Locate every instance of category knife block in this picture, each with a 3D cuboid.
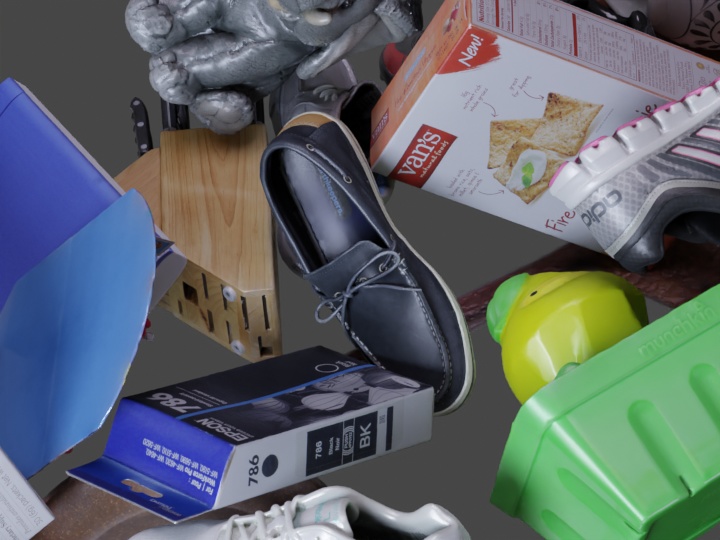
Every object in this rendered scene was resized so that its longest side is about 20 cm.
[{"bbox_3d":[-0.078,-0.049,1.756,0.200,0.064,0.175,29,55,31],"label":"knife block"}]

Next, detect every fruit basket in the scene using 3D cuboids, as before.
[{"bbox_3d":[0.152,0.056,1.584,0.215,0.156,0.216,3,59,-6],"label":"fruit basket"}]

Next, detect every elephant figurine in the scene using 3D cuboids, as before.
[{"bbox_3d":[-0.032,-0.171,1.702,0.200,0.141,0.156,-21,42,32],"label":"elephant figurine"}]

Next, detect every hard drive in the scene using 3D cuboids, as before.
[{"bbox_3d":[-0.204,-0.014,1.711,0.132,0.025,0.200,-51,51,7],"label":"hard drive"}]

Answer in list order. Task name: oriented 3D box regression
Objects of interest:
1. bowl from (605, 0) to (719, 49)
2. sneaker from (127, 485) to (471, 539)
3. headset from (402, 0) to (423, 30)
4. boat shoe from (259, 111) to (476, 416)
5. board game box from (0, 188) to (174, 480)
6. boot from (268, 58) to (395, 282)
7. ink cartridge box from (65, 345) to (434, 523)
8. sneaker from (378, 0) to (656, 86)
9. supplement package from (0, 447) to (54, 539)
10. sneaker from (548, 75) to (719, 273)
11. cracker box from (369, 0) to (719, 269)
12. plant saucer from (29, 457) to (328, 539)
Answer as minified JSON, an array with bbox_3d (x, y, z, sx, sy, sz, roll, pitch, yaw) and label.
[{"bbox_3d":[0.204,-0.218,1.812,0.094,0.201,0.201,-29,49,-13],"label":"bowl"},{"bbox_3d":[-0.034,0.149,1.490,0.199,0.080,0.071,1,46,5],"label":"sneaker"},{"bbox_3d":[0.111,-0.216,1.921,0.200,0.094,0.123,-18,45,-35],"label":"headset"},{"bbox_3d":[0.000,0.000,1.639,0.074,0.200,0.062,-29,-2,30],"label":"boat shoe"},{"bbox_3d":[-0.160,0.052,1.603,0.039,0.200,0.158,24,51,-28],"label":"board game box"},{"bbox_3d":[-0.008,-0.091,1.757,0.073,0.096,0.200,16,45,-21],"label":"boot"},{"bbox_3d":[-0.061,0.089,1.566,0.099,0.039,0.200,19,25,41],"label":"ink cartridge box"},{"bbox_3d":[0.108,-0.144,1.812,0.200,0.098,0.071,7,47,14],"label":"sneaker"},{"bbox_3d":[-0.294,0.136,1.514,0.200,0.121,0.120,-39,52,-8],"label":"supplement package"},{"bbox_3d":[0.206,-0.060,1.580,0.200,0.074,0.088,-27,85,-22],"label":"sneaker"},{"bbox_3d":[0.122,-0.089,1.671,0.199,0.134,0.058,19,44,-17],"label":"cracker box"},{"bbox_3d":[-0.097,0.178,1.542,0.200,0.037,0.201,0,44,0],"label":"plant saucer"}]
